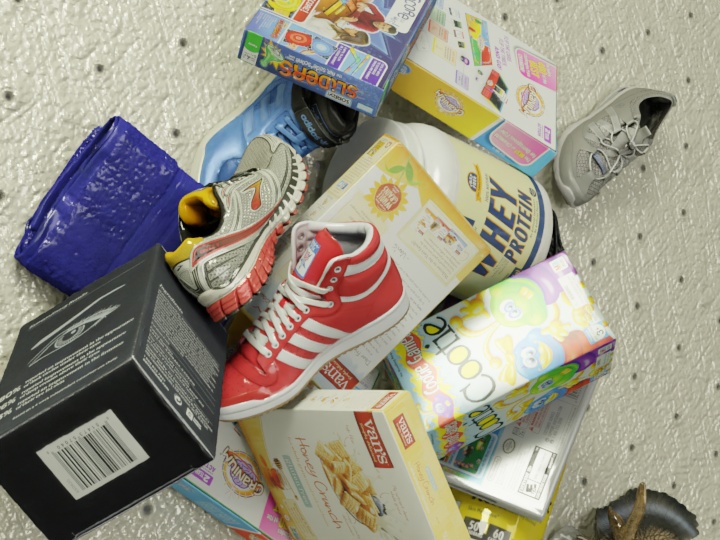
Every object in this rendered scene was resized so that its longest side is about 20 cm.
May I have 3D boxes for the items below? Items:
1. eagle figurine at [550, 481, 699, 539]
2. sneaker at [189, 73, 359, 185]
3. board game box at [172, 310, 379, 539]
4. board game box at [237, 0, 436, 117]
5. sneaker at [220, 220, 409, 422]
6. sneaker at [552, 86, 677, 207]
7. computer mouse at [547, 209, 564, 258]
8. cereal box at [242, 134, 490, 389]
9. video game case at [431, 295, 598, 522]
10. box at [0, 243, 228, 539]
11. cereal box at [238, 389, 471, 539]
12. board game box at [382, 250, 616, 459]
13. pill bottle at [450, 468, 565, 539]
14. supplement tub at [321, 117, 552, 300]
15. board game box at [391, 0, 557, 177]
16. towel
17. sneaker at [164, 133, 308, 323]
[{"bbox_3d":[0.313,0.329,1.635,0.152,0.151,0.200,-42,158,8],"label":"eagle figurine"},{"bbox_3d":[-0.070,-0.123,1.321,0.077,0.111,0.200,53,57,-25],"label":"sneaker"},{"bbox_3d":[-0.081,0.137,1.332,0.153,0.040,0.201,42,62,-31],"label":"board game box"},{"bbox_3d":[-0.014,-0.232,1.336,0.135,0.035,0.200,24,43,3],"label":"board game box"},{"bbox_3d":[-0.056,0.034,1.193,0.200,0.071,0.113,-34,133,-16],"label":"sneaker"},{"bbox_3d":[0.288,-0.150,1.651,0.200,0.082,0.075,-51,118,-31],"label":"sneaker"},{"bbox_3d":[0.170,0.010,1.562,0.200,0.046,0.141,-34,110,-37],"label":"computer mouse"},{"bbox_3d":[0.000,0.000,1.287,0.200,0.040,0.144,-44,117,-4],"label":"cereal box"},{"bbox_3d":[0.132,0.128,1.456,0.024,0.181,0.201,82,31,-63],"label":"video game case"},{"bbox_3d":[-0.192,0.091,1.118,0.105,0.148,0.200,55,14,-22],"label":"box"},{"bbox_3d":[-0.011,0.169,1.221,0.039,0.199,0.144,-35,109,-37],"label":"cereal box"},{"bbox_3d":[0.131,0.084,1.397,0.199,0.103,0.105,-26,68,-5],"label":"board game box"},{"bbox_3d":[0.148,0.211,1.489,0.111,0.111,0.201,36,64,-33],"label":"pill bottle"},{"bbox_3d":[0.075,-0.058,1.420,0.199,0.145,0.146,20,74,-38],"label":"supplement tub"},{"bbox_3d":[0.107,-0.199,1.450,0.199,0.040,0.153,30,40,-18],"label":"board game box"},{"bbox_3d":[-0.185,-0.021,1.250,0.200,0.049,0.148,40,84,-32],"label":"towel"},{"bbox_3d":[-0.102,-0.053,1.204,0.082,0.078,0.200,43,37,-22],"label":"sneaker"}]
